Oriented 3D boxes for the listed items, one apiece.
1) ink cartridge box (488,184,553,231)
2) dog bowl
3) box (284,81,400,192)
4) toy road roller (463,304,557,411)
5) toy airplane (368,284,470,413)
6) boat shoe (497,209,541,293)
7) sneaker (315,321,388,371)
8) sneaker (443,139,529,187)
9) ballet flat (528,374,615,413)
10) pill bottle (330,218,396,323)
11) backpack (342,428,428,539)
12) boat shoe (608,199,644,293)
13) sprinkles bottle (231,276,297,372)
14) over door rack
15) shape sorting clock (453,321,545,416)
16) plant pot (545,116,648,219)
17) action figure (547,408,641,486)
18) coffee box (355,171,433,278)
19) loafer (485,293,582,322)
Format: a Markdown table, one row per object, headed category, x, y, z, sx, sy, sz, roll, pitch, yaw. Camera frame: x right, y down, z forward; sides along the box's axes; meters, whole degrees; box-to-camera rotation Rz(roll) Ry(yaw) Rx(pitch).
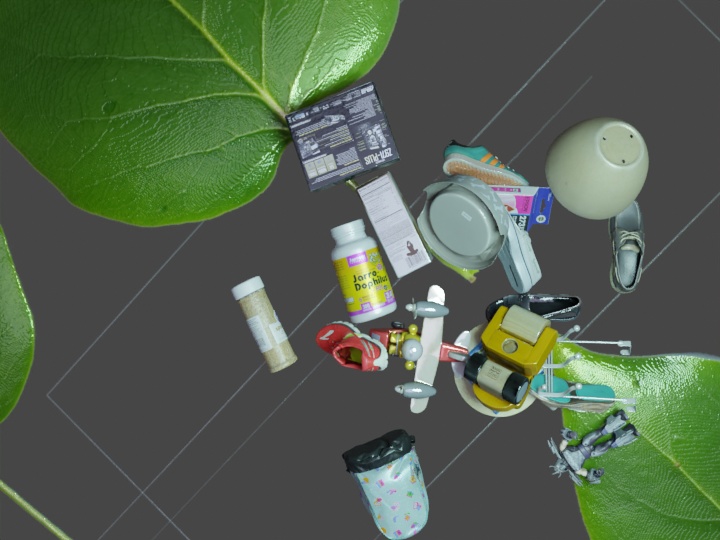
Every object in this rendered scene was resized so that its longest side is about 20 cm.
| category | x | y | z | sx | sy | sz | roll | pitch | yaw |
| --- | --- | --- | --- | --- | --- | --- | --- | --- | --- |
| ink cartridge box | 0.294 | -0.128 | 1.497 | 0.197 | 0.037 | 0.096 | 2 | 132 | 3 |
| dog bowl | 0.207 | -0.101 | 1.453 | 0.200 | 0.200 | 0.059 | 47 | 54 | 1 |
| box | -0.034 | -0.273 | 1.512 | 0.198 | 0.086 | 0.166 | -20 | 92 | 6 |
| toy road roller | 0.300 | 0.186 | 1.453 | 0.122 | 0.146 | 0.201 | 25 | 69 | 29 |
| toy airplane | 0.129 | 0.161 | 1.480 | 0.198 | 0.141 | 0.201 | -36 | 79 | 17 |
| boat shoe | 0.316 | -0.054 | 1.499 | 0.066 | 0.073 | 0.202 | -32 | 115 | -22 |
| sneaker | -0.033 | 0.157 | 1.502 | 0.199 | 0.084 | 0.078 | 14 | 106 | 45 |
| sneaker | 0.262 | -0.213 | 1.499 | 0.198 | 0.071 | 0.081 | 21 | 52 | -16 |
| ballet flat | 0.428 | 0.265 | 1.512 | 0.197 | 0.069 | 0.068 | 11 | 139 | -3 |
| pill bottle | 0.000 | 0.000 | 1.519 | 0.103 | 0.104 | 0.203 | -18 | 92 | 6 |
| backpack | 0.063 | 0.458 | 1.533 | 0.165 | 0.127 | 0.202 | -20 | 95 | 2 |
| boat shoe | 0.549 | -0.053 | 1.484 | 0.073 | 0.073 | 0.203 | -3 | 94 | 5 |
| sprinkles bottle | -0.206 | 0.115 | 1.562 | 0.068 | 0.068 | 0.202 | -25 | 92 | 6 |
| over door rack | 0.460 | 0.191 | 1.475 | 0.197 | 0.067 | 0.149 | 8 | 53 | 5 |
| shape sorting clock | 0.293 | 0.206 | 1.539 | 0.197 | 0.039 | 0.203 | 0 | 85 | 0 |
| plant pot | 0.476 | -0.218 | 1.418 | 0.197 | 0.135 | 0.203 | 1 | 75 | -5 |
| action figure | 0.480 | 0.368 | 1.522 | 0.199 | 0.069 | 0.131 | -37 | 95 | 9 |
| coffee box | 0.072 | -0.095 | 1.502 | 0.079 | 0.114 | 0.202 | -26 | 90 | 8 |
| loafer | 0.358 | 0.073 | 1.506 | 0.197 | 0.063 | 0.073 | -4 | 69 | 2 |
